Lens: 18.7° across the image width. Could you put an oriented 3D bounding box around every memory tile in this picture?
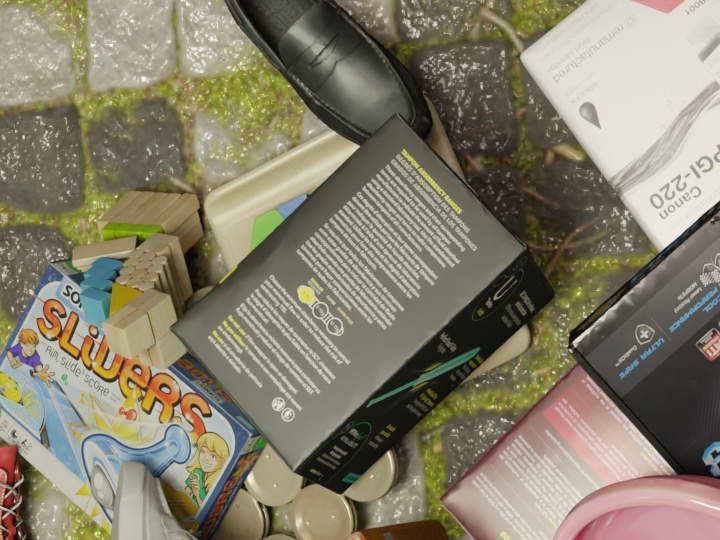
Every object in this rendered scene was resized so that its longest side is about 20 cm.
[{"bbox_3d":[-0.076,0.122,1.519,0.200,0.017,0.154,43,113,17],"label":"memory tile"}]

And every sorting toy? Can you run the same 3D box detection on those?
[{"bbox_3d":[0.000,0.000,1.514,0.184,0.036,0.201,-26,78,14],"label":"sorting toy"}]

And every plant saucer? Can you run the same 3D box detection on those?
[{"bbox_3d":[0.214,0.199,1.348,0.199,0.051,0.202,17,133,19],"label":"plant saucer"}]

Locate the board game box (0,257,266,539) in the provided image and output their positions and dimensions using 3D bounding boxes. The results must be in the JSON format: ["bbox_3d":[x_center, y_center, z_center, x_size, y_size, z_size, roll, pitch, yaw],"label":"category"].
[{"bbox_3d":[-0.169,0.104,1.537,0.200,0.034,0.136,38,111,19],"label":"board game box"}]

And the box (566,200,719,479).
[{"bbox_3d":[0.265,0.053,1.354,0.200,0.050,0.199,-41,91,9],"label":"box"}]

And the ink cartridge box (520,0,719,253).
[{"bbox_3d":[0.221,-0.101,1.428,0.145,0.085,0.201,-38,77,11],"label":"ink cartridge box"}]

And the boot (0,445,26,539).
[{"bbox_3d":[-0.243,0.208,1.544,0.199,0.072,0.145,30,105,21],"label":"boot"}]

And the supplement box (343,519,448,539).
[{"bbox_3d":[0.016,0.207,1.404,0.066,0.200,0.069,-36,79,11],"label":"supplement box"}]

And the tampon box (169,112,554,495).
[{"bbox_3d":[0.005,0.025,1.404,0.200,0.150,0.126,-43,73,0],"label":"tampon box"}]

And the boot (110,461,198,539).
[{"bbox_3d":[-0.115,0.204,1.436,0.095,0.201,0.074,5,126,-12],"label":"boot"}]

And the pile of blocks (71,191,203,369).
[{"bbox_3d":[-0.154,0.017,1.501,0.081,0.200,0.063,-9,118,8],"label":"pile of blocks"}]

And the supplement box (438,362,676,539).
[{"bbox_3d":[0.161,0.122,1.438,0.200,0.061,0.109,-44,75,9],"label":"supplement box"}]

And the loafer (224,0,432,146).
[{"bbox_3d":[-0.030,-0.151,1.504,0.068,0.070,0.201,-47,64,4],"label":"loafer"}]
